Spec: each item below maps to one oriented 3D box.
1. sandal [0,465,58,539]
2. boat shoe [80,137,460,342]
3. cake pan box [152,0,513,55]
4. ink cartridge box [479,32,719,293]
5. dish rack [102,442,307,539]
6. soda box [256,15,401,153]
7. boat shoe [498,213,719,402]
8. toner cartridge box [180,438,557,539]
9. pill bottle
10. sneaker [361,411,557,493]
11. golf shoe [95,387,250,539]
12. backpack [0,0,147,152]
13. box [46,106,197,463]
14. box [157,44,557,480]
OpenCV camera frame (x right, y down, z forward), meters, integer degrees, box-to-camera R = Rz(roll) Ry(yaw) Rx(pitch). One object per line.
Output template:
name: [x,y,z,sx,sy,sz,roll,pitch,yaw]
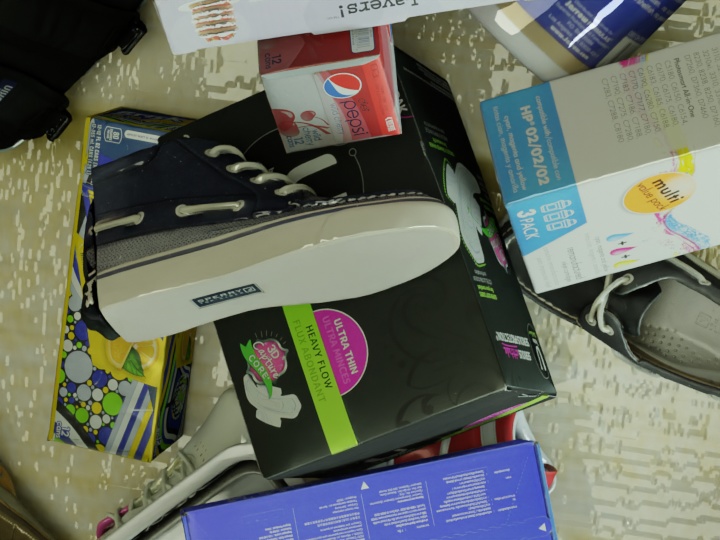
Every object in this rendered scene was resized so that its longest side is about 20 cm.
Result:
sandal: [-0.248,0.143,1.211,0.080,0.054,0.200,-38,105,22]
boat shoe: [-0.052,-0.032,0.983,0.199,0.075,0.093,-12,64,8]
cake pan box: [-0.009,-0.206,0.950,0.199,0.052,0.185,-8,62,3]
ink cartridge box: [0.174,-0.063,1.025,0.199,0.115,0.068,-16,63,8]
dish rack: [-0.059,0.211,1.105,0.171,0.044,0.200,-37,92,12]
soda box: [-0.020,-0.163,1.001,0.063,0.070,0.201,-9,57,7]
boat shoe: [0.164,0.022,1.088,0.199,0.060,0.074,28,110,7]
toner cartridge box: [0.007,0.157,1.048,0.199,0.043,0.096,-10,88,-8]
pill bottle: [0.146,-0.200,1.020,0.120,0.120,0.200,45,106,1]
sneaker: [0.062,0.170,1.134,0.112,0.071,0.201,-1,98,16]
golf shoe: [-0.114,0.158,1.155,0.091,0.075,0.201,15,105,-27]
backpack: [-0.235,-0.168,1.071,0.178,0.200,0.151,-44,69,17]
box: [-0.135,0.007,1.150,0.070,0.064,0.201,11,103,11]
box: [0.000,0.000,1.063,0.148,0.124,0.201,-22,77,16]
